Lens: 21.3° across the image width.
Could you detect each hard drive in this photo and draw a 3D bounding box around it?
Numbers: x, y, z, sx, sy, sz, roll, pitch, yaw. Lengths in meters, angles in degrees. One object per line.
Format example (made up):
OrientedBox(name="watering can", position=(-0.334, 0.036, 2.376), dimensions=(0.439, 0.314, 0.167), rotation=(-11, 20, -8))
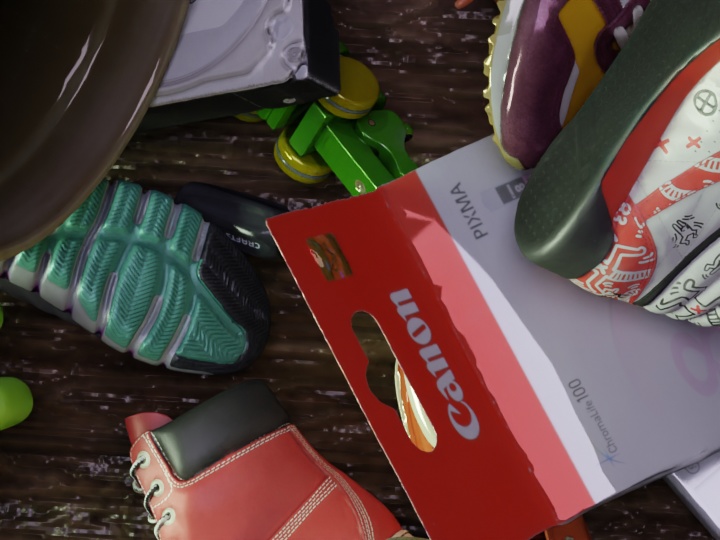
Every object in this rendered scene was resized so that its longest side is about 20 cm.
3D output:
OrientedBox(name="hard drive", position=(-0.106, -0.135, 0.890), dimensions=(0.200, 0.038, 0.140), rotation=(-7, 77, 27))

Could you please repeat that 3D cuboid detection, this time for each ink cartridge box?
OrientedBox(name="ink cartridge box", position=(0.076, 0.020, 0.793), dimensions=(0.057, 0.200, 0.163), rotation=(-36, 76, 36))

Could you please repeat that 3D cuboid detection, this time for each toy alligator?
OrientedBox(name="toy alligator", position=(-0.004, -0.069, 0.902), dimensions=(0.200, 0.059, 0.054), rotation=(46, 45, 11))

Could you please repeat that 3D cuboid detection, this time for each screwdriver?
OrientedBox(name="screwdriver", position=(0.000, 0.000, 0.878), dimensions=(0.200, 0.028, 0.029), rotation=(23, 107, 22))

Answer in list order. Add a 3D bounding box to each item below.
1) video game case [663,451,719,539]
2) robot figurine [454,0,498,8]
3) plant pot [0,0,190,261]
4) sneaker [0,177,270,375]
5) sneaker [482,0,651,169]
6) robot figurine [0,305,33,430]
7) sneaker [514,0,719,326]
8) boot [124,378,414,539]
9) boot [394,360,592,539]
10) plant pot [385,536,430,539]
OrientedBox(name="video game case", position=(0.170, -0.009, 0.891), dimensions=(0.182, 0.024, 0.200), rotation=(-39, 79, -4))
OrientedBox(name="robot figurine", position=(0.134, -0.171, 0.872), dimensions=(0.200, 0.117, 0.144), rotation=(-17, 85, 9))
OrientedBox(name="plant pot", position=(-0.188, -0.126, 0.780), dimensions=(0.173, 0.200, 0.200), rotation=(26, 82, 18))
OrientedBox(name="sneaker", position=(-0.138, -0.010, 0.897), dimensions=(0.200, 0.088, 0.074), rotation=(28, 74, -15))
OrientedBox(name="sneaker", position=(0.119, -0.127, 0.775), dimensions=(0.090, 0.075, 0.200), rotation=(22, 90, 17))
OrientedBox(name="robot figurine", position=(-0.253, 0.067, 0.858), dimensions=(0.200, 0.116, 0.176), rotation=(-19, 90, 0))
OrientedBox(name="sneaker", position=(0.158, -0.064, 0.748), dimensions=(0.108, 0.067, 0.201), rotation=(24, 117, -27))
OrientedBox(name="boot", position=(-0.087, 0.147, 0.857), dimensions=(0.200, 0.072, 0.144), rotation=(-43, 79, -13))
OrientedBox(name="boot", position=(0.063, 0.109, 0.835), dimensions=(0.075, 0.107, 0.200), rotation=(-21, 80, -2))
OrientedBox(name="plant pot", position=(0.028, 0.217, 0.749), dimensions=(0.201, 0.201, 0.189), rotation=(26, 96, 8))
